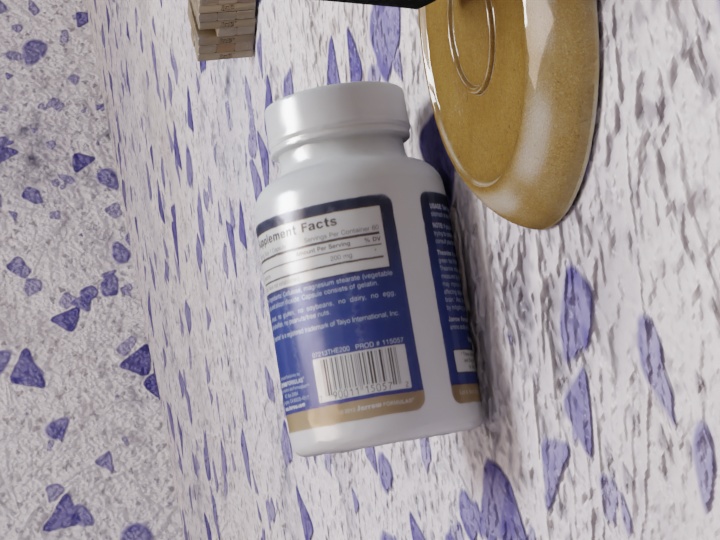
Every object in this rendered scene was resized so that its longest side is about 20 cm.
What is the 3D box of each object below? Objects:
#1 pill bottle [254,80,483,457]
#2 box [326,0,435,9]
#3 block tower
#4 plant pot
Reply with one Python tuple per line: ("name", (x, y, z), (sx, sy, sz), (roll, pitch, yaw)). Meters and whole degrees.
("pill bottle", (0.000, 0.000, 0.878), (0.111, 0.111, 0.200), (144, 118, -75))
("box", (0.006, -0.200, 0.638), (0.200, 0.124, 0.149), (176, 95, -72))
("block tower", (-0.120, -0.272, 1.347), (0.200, 0.058, 0.054), (102, 155, -53))
("plant pot", (0.062, -0.117, 0.736), (0.200, 0.027, 0.200), (172, 90, -77))
